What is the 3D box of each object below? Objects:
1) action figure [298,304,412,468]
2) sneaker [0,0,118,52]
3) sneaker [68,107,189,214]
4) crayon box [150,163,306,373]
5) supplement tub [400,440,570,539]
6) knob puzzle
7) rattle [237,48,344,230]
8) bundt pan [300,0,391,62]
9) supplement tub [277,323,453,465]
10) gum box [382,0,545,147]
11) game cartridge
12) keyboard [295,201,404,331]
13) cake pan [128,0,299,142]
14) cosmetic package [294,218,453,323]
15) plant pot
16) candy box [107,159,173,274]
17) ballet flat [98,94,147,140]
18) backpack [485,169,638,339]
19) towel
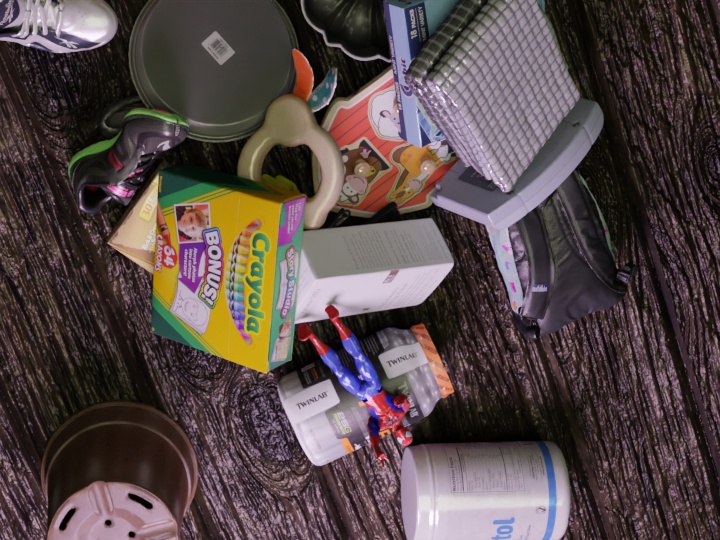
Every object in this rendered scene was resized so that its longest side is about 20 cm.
[{"bbox_3d":[0.009,0.143,1.505,0.065,0.099,0.200,-35,117,5],"label":"action figure"},{"bbox_3d":[-0.373,-0.285,1.450,0.198,0.130,0.080,16,103,-12],"label":"sneaker"},{"bbox_3d":[-0.262,-0.122,1.492,0.077,0.084,0.200,15,148,-39],"label":"sneaker"},{"bbox_3d":[-0.153,-0.005,1.484,0.172,0.058,0.201,17,111,30],"label":"crayon box"},{"bbox_3d":[0.159,0.287,1.678,0.199,0.132,0.132,-1,105,-7],"label":"supplement tub"},{"bbox_3d":[0.029,-0.134,1.567,0.219,0.030,0.220,-7,127,-10],"label":"knob puzzle"},{"bbox_3d":[-0.062,-0.149,1.525,0.130,0.143,0.201,6,93,29],"label":"rattle"},{"bbox_3d":[0.018,-0.347,1.516,0.201,0.076,0.203,-2,105,-7],"label":"bundt pan"},{"bbox_3d":[0.008,0.150,1.624,0.199,0.123,0.123,-26,107,0],"label":"supplement tub"},{"bbox_3d":[0.128,-0.257,1.505,0.200,0.045,0.170,-24,124,-25],"label":"gum box"},{"bbox_3d":[0.190,-0.133,1.541,0.200,0.133,0.041,-45,124,-14],"label":"game cartridge"},{"bbox_3d":[-0.033,-0.017,1.591,0.200,0.021,0.127,-38,138,-7],"label":"keyboard"},{"bbox_3d":[-0.167,-0.250,1.507,0.199,0.037,0.201,1,87,-10],"label":"cake pan"},{"bbox_3d":[0.000,0.000,1.541,0.199,0.074,0.102,-9,151,-33],"label":"cosmetic package"},{"bbox_3d":[-0.296,0.284,1.578,0.199,0.198,0.201,-2,104,-7],"label":"plant pot"},{"bbox_3d":[-0.192,-0.028,1.583,0.200,0.055,0.116,35,98,-16],"label":"candy box"},{"bbox_3d":[-0.210,-0.188,1.536,0.199,0.057,0.067,-17,103,-4],"label":"ballet flat"},{"bbox_3d":[0.228,-0.037,1.602,0.166,0.127,0.201,-26,109,-14],"label":"backpack"},{"bbox_3d":[0.149,-0.213,1.458,0.166,0.085,0.200,-53,136,-13],"label":"towel"}]
